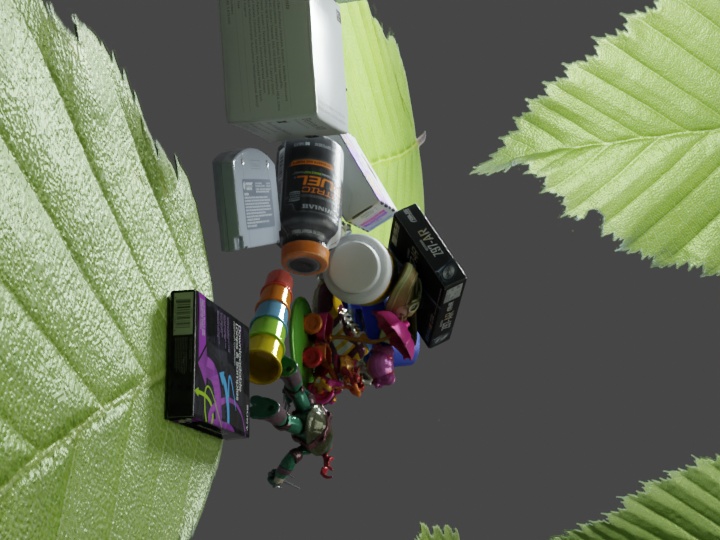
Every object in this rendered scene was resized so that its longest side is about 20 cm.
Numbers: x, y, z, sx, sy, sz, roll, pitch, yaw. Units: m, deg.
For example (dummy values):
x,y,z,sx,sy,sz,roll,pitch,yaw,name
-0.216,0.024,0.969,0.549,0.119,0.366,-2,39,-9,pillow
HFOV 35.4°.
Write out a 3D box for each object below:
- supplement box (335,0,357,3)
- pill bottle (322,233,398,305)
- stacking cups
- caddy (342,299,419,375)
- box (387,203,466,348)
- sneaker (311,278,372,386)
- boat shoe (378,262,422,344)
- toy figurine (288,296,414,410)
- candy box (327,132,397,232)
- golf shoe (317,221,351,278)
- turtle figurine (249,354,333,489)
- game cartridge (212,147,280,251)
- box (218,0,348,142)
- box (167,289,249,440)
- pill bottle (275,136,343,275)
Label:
x,y,z,sx,sy,sz,roll,pitch,yaw,name
-0.017,-0.644,2.231,0.103,0.100,0.202,-6,91,-78,supplement box
0.000,0.000,1.781,0.200,0.108,0.110,21,64,-83,pill bottle
-0.119,0.071,1.545,0.201,0.060,0.061,-78,160,-56,stacking cups
0.019,0.099,1.988,0.104,0.141,0.202,11,58,-41,caddy
0.102,0.012,1.850,0.161,0.043,0.201,57,-21,25,box
-0.024,0.104,1.902,0.075,0.089,0.202,-53,139,-58,sneaker
0.075,0.060,1.823,0.201,0.063,0.074,102,11,-52,boat shoe
-0.007,0.134,1.769,0.150,0.182,0.202,61,28,-64,toy figurine
-0.018,-0.161,1.950,0.169,0.071,0.200,59,8,9,candy box
-0.057,-0.036,1.874,0.200,0.078,0.098,14,80,-75,golf shoe
-0.087,0.213,1.568,0.201,0.100,0.151,66,22,-48,turtle figurine
-0.152,-0.097,1.517,0.200,0.040,0.135,-18,106,-78,game cartridge
-0.105,-0.296,1.588,0.199,0.129,0.202,5,80,-78,box
-0.174,0.115,1.323,0.200,0.036,0.144,53,34,-72,box
-0.079,-0.095,1.696,0.106,0.105,0.202,65,23,-59,pill bottle
